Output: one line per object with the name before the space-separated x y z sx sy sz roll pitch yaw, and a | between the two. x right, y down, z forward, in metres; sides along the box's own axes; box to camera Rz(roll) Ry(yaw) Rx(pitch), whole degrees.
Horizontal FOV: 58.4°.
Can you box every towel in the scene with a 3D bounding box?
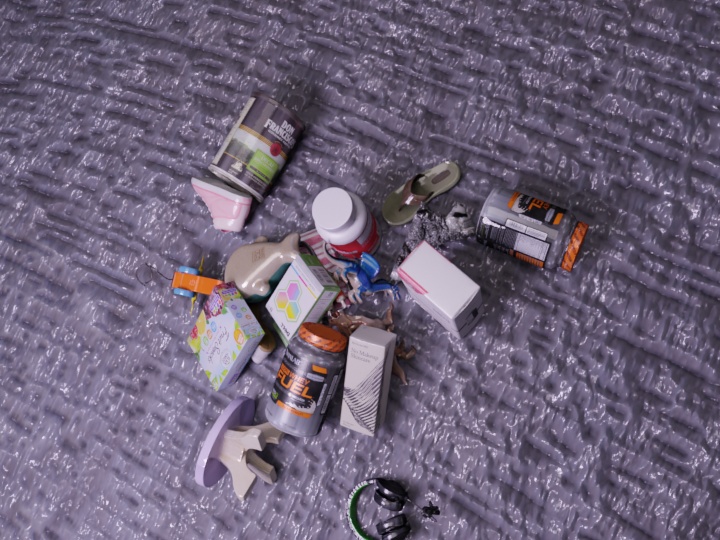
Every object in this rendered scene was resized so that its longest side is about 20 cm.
towel | -0.111 0.009 1.432 0.144 0.030 0.203 -20 72 10

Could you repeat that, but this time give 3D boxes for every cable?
cable | -0.085 0.008 1.384 0.096 0.050 0.202 -31 72 12

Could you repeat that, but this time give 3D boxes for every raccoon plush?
raccoon plush | 0.161 -0.051 1.361 0.132 0.097 0.203 24 115 6

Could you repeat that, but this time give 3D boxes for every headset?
headset | 0.057 0.466 1.240 0.197 0.094 0.126 -11 74 25

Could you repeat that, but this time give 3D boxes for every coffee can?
coffee can | -0.236 -0.281 1.475 0.145 0.146 0.202 29 86 20

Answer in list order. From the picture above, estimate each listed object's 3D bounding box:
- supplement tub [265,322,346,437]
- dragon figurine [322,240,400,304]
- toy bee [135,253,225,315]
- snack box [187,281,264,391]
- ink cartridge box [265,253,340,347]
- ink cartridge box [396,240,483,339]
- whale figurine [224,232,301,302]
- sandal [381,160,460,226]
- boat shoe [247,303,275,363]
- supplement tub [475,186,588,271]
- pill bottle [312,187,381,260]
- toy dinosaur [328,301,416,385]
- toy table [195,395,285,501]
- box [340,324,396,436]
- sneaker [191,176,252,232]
supplement tub | -0.105 0.215 1.284 0.121 0.122 0.203 23 99 19
dragon figurine | 0.000 0.000 1.333 0.099 0.059 0.201 -44 103 -24
toy bee | -0.388 0.021 1.469 0.198 0.109 0.132 33 88 9
snack box | -0.292 0.143 1.383 0.143 0.053 0.201 52 132 20
ink cartridge box | -0.135 0.077 1.351 0.104 0.059 0.201 50 117 31
ink cartridge box | 0.161 0.043 1.256 0.145 0.200 0.085 42 84 20
whale figurine | -0.200 -0.005 1.407 0.198 0.104 0.161 -26 48 19
sandal | 0.126 -0.176 1.394 0.200 0.057 0.080 -38 70 4
boat shoe | -0.258 0.118 1.427 0.070 0.070 0.201 -53 53 29
supplement tub | 0.339 -0.080 1.276 0.197 0.123 0.124 23 84 19
pill bottle | -0.030 -0.098 1.343 0.110 0.200 0.114 -4 75 15
toy dinosaur | 0.029 0.155 1.333 0.134 0.086 0.202 -30 83 15
toy table | -0.235 0.361 1.313 0.115 0.185 0.202 15 59 20
box | 0.015 0.217 1.277 0.081 0.068 0.204 13 112 20
sneaker | -0.336 -0.151 1.510 0.199 0.075 0.106 26 109 35
